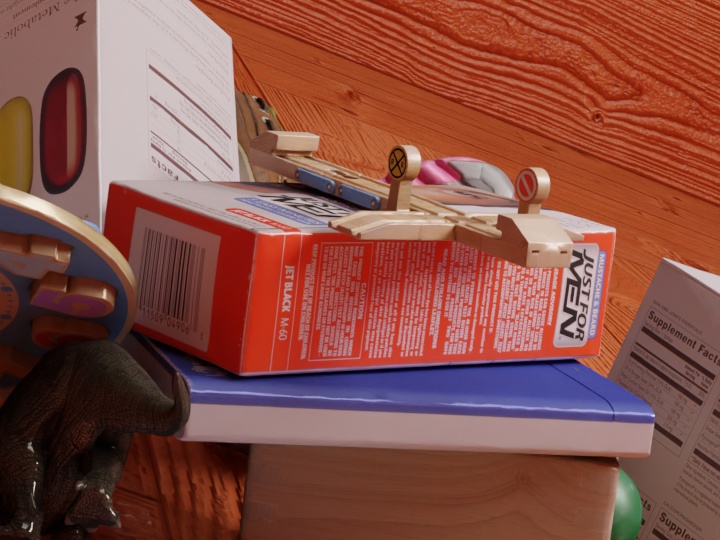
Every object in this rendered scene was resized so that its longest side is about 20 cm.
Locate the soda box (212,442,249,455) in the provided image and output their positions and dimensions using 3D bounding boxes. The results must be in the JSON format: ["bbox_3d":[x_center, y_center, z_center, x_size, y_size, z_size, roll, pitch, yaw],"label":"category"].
[{"bbox_3d":[-0.014,0.037,1.223,0.063,0.069,0.200,20,-29,-16],"label":"soda box"}]

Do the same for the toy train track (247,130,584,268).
[{"bbox_3d":[0.017,-0.040,0.995,0.114,0.033,0.200,0,13,-36],"label":"toy train track"}]

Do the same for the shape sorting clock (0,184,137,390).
[{"bbox_3d":[-0.189,0.009,0.951,0.199,0.039,0.200,4,-28,2],"label":"shape sorting clock"}]

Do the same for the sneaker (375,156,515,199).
[{"bbox_3d":[0.009,0.007,1.418,0.079,0.200,0.095,53,5,12],"label":"sneaker"}]

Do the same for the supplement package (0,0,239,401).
[{"bbox_3d":[-0.130,-0.042,1.126,0.109,0.114,0.200,39,34,-43],"label":"supplement package"}]

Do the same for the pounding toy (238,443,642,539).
[{"bbox_3d":[0.049,0.132,1.067,0.199,0.143,0.184,8,10,3],"label":"pounding toy"}]

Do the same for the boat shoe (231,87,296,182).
[{"bbox_3d":[-0.053,-0.042,1.217,0.068,0.072,0.200,8,33,-24],"label":"boat shoe"}]

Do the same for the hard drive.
[{"bbox_3d":[0.007,0.049,1.015,0.199,0.025,0.132,4,10,-19],"label":"hard drive"}]

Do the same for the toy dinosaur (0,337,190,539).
[{"bbox_3d":[-0.122,0.071,0.959,0.077,0.200,0.103,11,56,-13],"label":"toy dinosaur"}]

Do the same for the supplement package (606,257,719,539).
[{"bbox_3d":[0.201,0.126,1.175,0.152,0.200,0.151,15,14,-37],"label":"supplement package"}]

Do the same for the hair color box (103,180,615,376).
[{"bbox_3d":[0.000,0.000,1.030,0.200,0.064,0.111,0,12,-40],"label":"hair color box"}]
